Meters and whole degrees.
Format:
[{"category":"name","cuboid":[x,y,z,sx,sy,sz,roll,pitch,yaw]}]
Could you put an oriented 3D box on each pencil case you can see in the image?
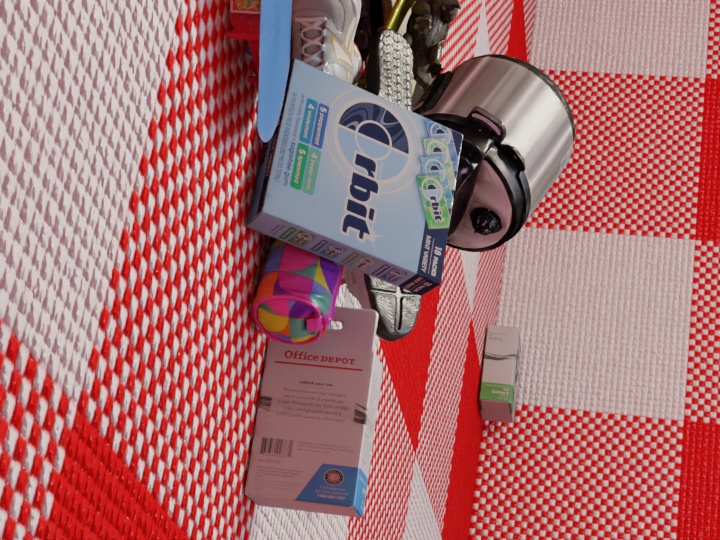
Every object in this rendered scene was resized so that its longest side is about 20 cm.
[{"category":"pencil case","cuboid":[-0.049,-0.023,1.423,0.089,0.087,0.202,80,20,-51]}]

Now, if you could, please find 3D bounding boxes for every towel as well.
[{"category":"towel","cuboid":[0.027,-0.247,1.580,0.086,0.018,0.202,113,0,-68]}]

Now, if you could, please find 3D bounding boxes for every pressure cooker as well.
[{"category":"pressure cooker","cuboid":[0.128,-0.122,1.570,0.200,0.177,0.177,-52,127,-36]}]

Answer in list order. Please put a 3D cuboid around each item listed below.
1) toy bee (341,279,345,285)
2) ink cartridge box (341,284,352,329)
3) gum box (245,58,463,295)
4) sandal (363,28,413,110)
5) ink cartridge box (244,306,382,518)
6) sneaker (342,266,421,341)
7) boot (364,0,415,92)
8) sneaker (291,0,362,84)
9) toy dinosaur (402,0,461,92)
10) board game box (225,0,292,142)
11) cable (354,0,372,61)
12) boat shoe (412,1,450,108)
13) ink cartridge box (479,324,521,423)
[{"category":"toy bee","cuboid":[0.010,-0.078,1.670,0.109,0.130,0.200,52,41,-7]},{"category":"ink cartridge box","cuboid":[-0.034,0.139,1.695,0.163,0.049,0.202,77,12,-54]},{"category":"gum box","cuboid":[-0.002,-0.090,1.390,0.044,0.198,0.172,-34,-139,56]},{"category":"sandal","cuboid":[0.021,-0.163,1.498,0.075,0.045,0.202,32,51,-36]},{"category":"ink cartridge box","cuboid":[-0.042,0.141,1.447,0.067,0.114,0.203,63,34,-68]},{"category":"sneaker","cuboid":[0.000,0.000,1.535,0.115,0.075,0.203,-40,-128,44]},{"category":"boot","cuboid":[0.021,-0.279,1.716,0.155,0.071,0.203,-54,146,-66]},{"category":"sneaker","cuboid":[-0.040,-0.222,1.434,0.201,0.075,0.093,74,28,-57]},{"category":"toy dinosaur","cuboid":[0.081,-0.288,1.631,0.103,0.076,0.202,-90,-165,-61]},{"category":"board game box","cuboid":[-0.092,-0.219,1.263,0.158,0.038,0.202,-74,170,-63]},{"category":"cable","cuboid":[-0.022,-0.322,1.543,0.164,0.050,0.202,-78,161,-61]},{"category":"boat shoe","cuboid":[0.047,-0.253,1.850,0.071,0.076,0.202,14,103,-59]},{"category":"ink cartridge box","cuboid":[0.344,0.252,3.480,0.146,0.083,0.203,72,25,-63]}]
